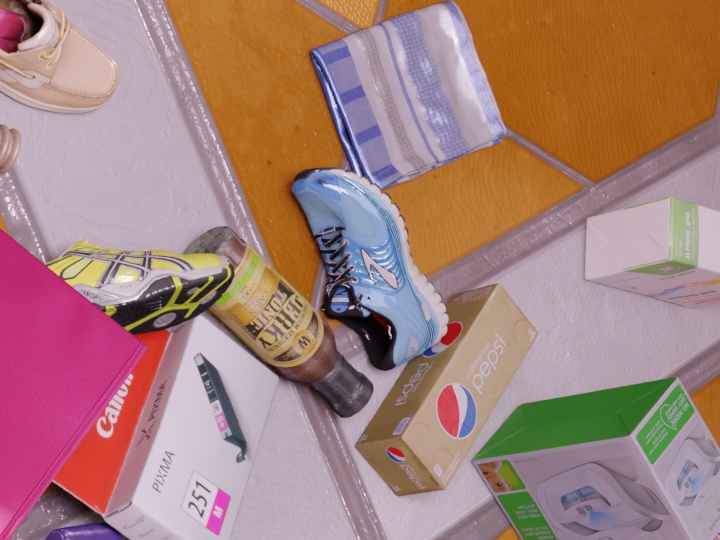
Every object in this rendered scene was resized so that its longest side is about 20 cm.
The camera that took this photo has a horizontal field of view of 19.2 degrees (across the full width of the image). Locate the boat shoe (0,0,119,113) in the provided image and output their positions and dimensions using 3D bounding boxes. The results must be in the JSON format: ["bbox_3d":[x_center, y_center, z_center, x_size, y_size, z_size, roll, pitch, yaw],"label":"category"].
[{"bbox_3d":[-0.263,-0.181,1.655,0.200,0.069,0.074,23,65,-36],"label":"boat shoe"}]

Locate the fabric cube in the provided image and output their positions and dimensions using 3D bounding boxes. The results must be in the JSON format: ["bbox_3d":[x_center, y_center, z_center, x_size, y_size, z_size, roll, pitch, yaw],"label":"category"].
[{"bbox_3d":[-0.303,0.088,1.440,0.199,0.200,0.196,39,55,-9],"label":"fabric cube"}]

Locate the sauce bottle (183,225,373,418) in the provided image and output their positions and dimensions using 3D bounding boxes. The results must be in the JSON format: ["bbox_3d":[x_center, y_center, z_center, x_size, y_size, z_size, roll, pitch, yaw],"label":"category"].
[{"bbox_3d":[-0.066,0.047,1.783,0.200,0.065,0.065,43,54,-26],"label":"sauce bottle"}]

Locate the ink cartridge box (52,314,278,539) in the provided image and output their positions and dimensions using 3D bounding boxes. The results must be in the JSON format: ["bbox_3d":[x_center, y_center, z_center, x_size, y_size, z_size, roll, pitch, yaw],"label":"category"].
[{"bbox_3d":[-0.159,0.113,1.659,0.174,0.044,0.200,41,42,-24],"label":"ink cartridge box"}]

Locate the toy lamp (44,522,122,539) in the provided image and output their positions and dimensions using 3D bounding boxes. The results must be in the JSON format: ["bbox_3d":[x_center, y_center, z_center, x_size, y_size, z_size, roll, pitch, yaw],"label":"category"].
[{"bbox_3d":[-0.157,0.232,1.660,0.200,0.058,0.058,15,70,-38],"label":"toy lamp"}]

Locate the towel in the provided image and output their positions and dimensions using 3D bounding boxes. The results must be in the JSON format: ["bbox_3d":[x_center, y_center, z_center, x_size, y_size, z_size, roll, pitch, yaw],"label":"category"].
[{"bbox_3d":[0.048,-0.162,1.966,0.200,0.024,0.147,-24,96,-43],"label":"towel"}]

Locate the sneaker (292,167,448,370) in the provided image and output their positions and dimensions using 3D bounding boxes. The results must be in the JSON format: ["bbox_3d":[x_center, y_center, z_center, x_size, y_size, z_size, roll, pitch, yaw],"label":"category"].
[{"bbox_3d":[0.000,0.000,1.847,0.090,0.078,0.200,-44,109,-36],"label":"sneaker"}]

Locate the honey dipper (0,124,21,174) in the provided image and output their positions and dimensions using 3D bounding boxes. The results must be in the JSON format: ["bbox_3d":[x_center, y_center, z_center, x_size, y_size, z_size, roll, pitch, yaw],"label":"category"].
[{"bbox_3d":[-0.348,-0.122,1.592,0.200,0.038,0.038,22,65,-32],"label":"honey dipper"}]

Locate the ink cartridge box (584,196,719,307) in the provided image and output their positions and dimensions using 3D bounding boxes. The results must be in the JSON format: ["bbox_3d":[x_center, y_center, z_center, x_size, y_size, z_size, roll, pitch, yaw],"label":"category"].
[{"bbox_3d":[0.332,-0.012,2.121,0.200,0.117,0.067,13,72,-39],"label":"ink cartridge box"}]

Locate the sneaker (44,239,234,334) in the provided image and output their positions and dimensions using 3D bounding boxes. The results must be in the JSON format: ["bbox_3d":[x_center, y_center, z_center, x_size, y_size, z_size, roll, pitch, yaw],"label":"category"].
[{"bbox_3d":[-0.189,0.007,1.655,0.200,0.075,0.076,-10,61,-33],"label":"sneaker"}]

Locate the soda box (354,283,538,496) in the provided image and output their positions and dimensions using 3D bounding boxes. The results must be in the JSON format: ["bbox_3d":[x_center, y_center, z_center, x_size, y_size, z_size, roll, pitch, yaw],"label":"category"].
[{"bbox_3d":[0.079,0.105,1.901,0.068,0.064,0.200,51,52,-21],"label":"soda box"}]

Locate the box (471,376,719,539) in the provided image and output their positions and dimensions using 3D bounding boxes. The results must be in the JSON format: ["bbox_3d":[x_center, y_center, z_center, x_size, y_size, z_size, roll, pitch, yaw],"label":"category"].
[{"bbox_3d":[0.234,0.202,1.924,0.097,0.200,0.177,-43,110,-39],"label":"box"}]
